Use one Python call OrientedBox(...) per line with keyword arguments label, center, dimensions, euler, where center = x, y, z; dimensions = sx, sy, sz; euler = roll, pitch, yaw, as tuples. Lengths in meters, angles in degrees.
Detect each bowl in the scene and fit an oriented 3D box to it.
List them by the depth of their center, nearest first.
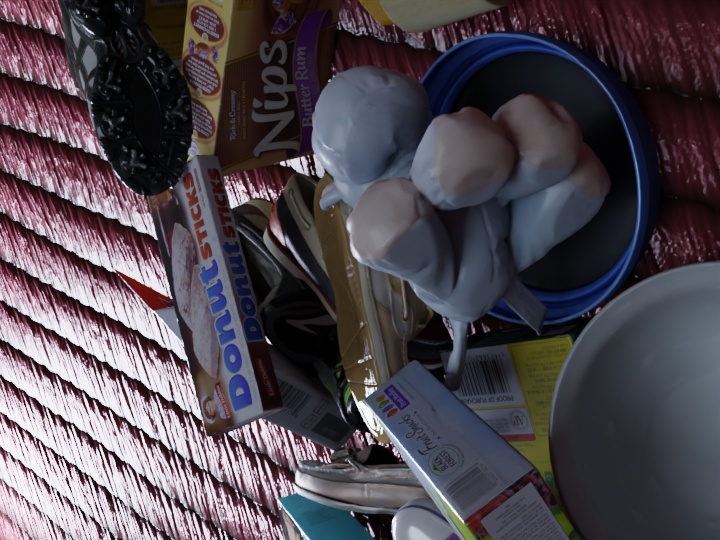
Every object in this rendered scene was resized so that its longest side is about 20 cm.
OrientedBox(label="bowl", center=(0.212, 0.101, 0.607), dimensions=(0.200, 0.090, 0.202), euler=(-3, 77, 12))
OrientedBox(label="bowl", center=(0.113, -0.063, 0.715), dimensions=(0.200, 0.039, 0.201), euler=(18, 117, 40))

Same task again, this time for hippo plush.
OrientedBox(label="hippo plush", center=(0.055, -0.062, 0.674), dimensions=(0.161, 0.159, 0.200), euler=(56, -179, 39))

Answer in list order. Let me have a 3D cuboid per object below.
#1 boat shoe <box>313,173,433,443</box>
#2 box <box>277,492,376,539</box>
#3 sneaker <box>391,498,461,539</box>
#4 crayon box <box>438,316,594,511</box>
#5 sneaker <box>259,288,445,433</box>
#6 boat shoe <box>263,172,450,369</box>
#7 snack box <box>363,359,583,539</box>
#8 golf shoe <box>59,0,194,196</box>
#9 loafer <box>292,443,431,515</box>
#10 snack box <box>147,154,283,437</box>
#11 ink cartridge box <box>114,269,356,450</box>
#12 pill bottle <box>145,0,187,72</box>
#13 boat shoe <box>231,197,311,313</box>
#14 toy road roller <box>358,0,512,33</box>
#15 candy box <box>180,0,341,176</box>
OrientedBox(label="boat shoe", center=(0.020, 0.022, 0.761), dimensions=(0.074, 0.069, 0.201), euler=(153, 108, -69))
OrientedBox(label="box", center=(-0.017, 0.261, 0.906), dimensions=(0.200, 0.049, 0.083), euler=(-159, 58, -68))
OrientedBox(label="sneaker", center=(0.064, 0.271, 0.760), dimensions=(0.073, 0.114, 0.201), euler=(-34, 78, 34))
OrientedBox(label="crayon box", center=(0.142, 0.140, 0.753), dimensions=(0.127, 0.051, 0.201), euler=(-12, 96, 48))
OrientedBox(label="sneaker", center=(0.002, 0.078, 0.827), dimensions=(0.199, 0.083, 0.071), euler=(36, 102, 17))
OrientedBox(label="boat shoe", center=(0.000, 0.000, 0.836), dimensions=(0.200, 0.071, 0.063), euler=(42, 122, 26))
OrientedBox(label="snack box", center=(0.082, 0.148, 0.640), dimensions=(0.142, 0.053, 0.200), euler=(57, 174, -19))
OrientedBox(label="golf shoe", center=(-0.183, -0.147, 0.812), dimensions=(0.094, 0.077, 0.201), euler=(145, 111, -68))
OrientedBox(label="loafer", center=(0.028, 0.174, 0.881), dimensions=(0.199, 0.072, 0.063), euler=(5, 91, 38))
OrientedBox(label="snack box", center=(-0.112, 0.019, 0.788), dimensions=(0.072, 0.024, 0.201), euler=(-27, 73, 40))
OrientedBox(label="ink cartridge box", center=(-0.104, 0.063, 0.908), dimensions=(0.057, 0.162, 0.200), euler=(-47, 55, 4))
OrientedBox(label="pill bottle", center=(-0.172, -0.178, 0.911), dimensions=(0.114, 0.114, 0.201), euler=(9, 111, 44))
OrientedBox(label="boat shoe", center=(-0.066, 0.027, 0.913), dimensions=(0.200, 0.065, 0.073), euler=(53, 133, 16))
OrientedBox(label="toy road roller", center=(0.035, -0.272, 0.681), dimensions=(0.123, 0.146, 0.200), euler=(-5, 138, 46))
OrientedBox(label="candy box", center=(-0.077, -0.179, 0.811), dimensions=(0.056, 0.116, 0.201), euler=(32, 125, 33))
